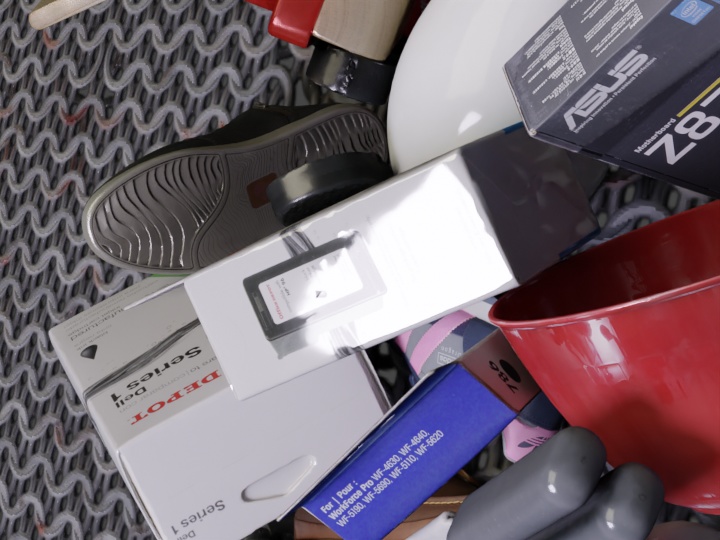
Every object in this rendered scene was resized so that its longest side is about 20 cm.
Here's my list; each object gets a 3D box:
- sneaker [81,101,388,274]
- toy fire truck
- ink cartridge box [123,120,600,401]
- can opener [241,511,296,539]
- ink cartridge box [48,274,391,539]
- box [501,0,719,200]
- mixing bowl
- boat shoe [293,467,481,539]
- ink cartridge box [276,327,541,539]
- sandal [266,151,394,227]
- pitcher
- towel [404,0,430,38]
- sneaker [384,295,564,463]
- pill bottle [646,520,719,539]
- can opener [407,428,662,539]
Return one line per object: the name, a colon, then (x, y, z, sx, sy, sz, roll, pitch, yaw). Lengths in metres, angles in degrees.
sneaker: (-0.090, -0.052, 1.089, 0.106, 0.200, 0.075, 14, 120, 59)
toy fire truck: (-0.064, -0.165, 0.993, 0.176, 0.200, 0.129, -69, 0, -75)
ink cartridge box: (0.000, 0.000, 0.847, 0.200, 0.116, 0.068, -23, 91, 30)
can opener: (-0.051, 0.169, 1.055, 0.066, 0.053, 0.200, -21, 62, 46)
ink cartridge box: (-0.082, 0.065, 1.016, 0.146, 0.084, 0.200, -29, 24, -11)
box: (0.185, -0.116, 0.762, 0.200, 0.161, 0.049, -44, 47, 34)
mixing bowl: (0.164, 0.034, 0.741, 0.200, 0.200, 0.108, -12, 100, 50)
boat shoe: (0.028, 0.129, 0.953, 0.200, 0.072, 0.068, -16, 68, 52)
ink cartridge box: (0.040, 0.069, 0.796, 0.099, 0.200, 0.039, -45, 82, 20)
sandal: (-0.006, -0.044, 0.983, 0.075, 0.200, 0.048, -20, 78, 4)
pitcher: (0.109, -0.109, 0.902, 0.172, 0.121, 0.200, 22, 112, 12)
towel: (0.087, -0.169, 1.021, 0.200, 0.022, 0.145, -23, 61, 46)
sneaker: (0.041, 0.045, 0.967, 0.200, 0.070, 0.082, 20, 92, 55)
pill bottle: (0.101, 0.207, 0.798, 0.200, 0.112, 0.112, -44, 47, 34)
can opener: (0.067, 0.103, 0.739, 0.066, 0.053, 0.200, -61, 4, -23)
